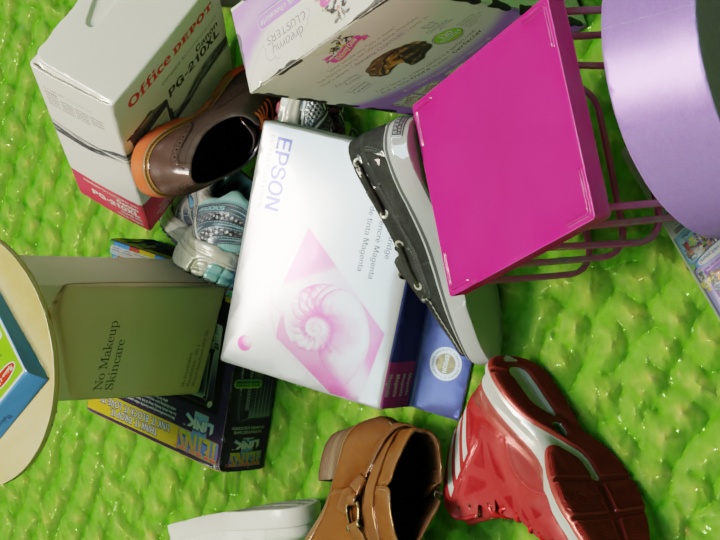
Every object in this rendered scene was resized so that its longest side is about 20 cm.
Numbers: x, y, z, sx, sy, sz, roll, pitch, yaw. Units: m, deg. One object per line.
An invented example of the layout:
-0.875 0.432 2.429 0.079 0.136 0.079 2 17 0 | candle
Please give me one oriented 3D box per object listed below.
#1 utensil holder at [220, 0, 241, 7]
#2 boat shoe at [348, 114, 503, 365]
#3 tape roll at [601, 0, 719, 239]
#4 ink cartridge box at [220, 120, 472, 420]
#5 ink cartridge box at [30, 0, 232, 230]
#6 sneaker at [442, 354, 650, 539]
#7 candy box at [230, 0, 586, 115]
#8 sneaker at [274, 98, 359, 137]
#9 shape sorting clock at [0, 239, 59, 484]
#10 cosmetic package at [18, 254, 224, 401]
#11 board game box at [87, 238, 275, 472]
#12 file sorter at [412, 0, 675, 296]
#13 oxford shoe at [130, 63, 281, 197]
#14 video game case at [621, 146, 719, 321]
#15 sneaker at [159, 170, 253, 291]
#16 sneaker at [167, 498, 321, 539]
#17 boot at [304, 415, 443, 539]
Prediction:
-0.125 -0.306 1.377 0.199 0.169 0.172 13 97 42 | utensil holder
0.051 -0.019 1.210 0.056 0.069 0.202 -12 111 28 | boat shoe
0.225 -0.123 0.965 0.065 0.199 0.203 -10 81 43 | tape roll
0.000 0.000 1.271 0.198 0.043 0.199 14 100 21 | ink cartridge box
-0.179 -0.151 1.351 0.084 0.201 0.145 28 68 16 | ink cartridge box
0.129 0.169 1.180 0.116 0.078 0.201 -61 38 35 | sneaker
0.035 -0.183 1.186 0.167 0.199 0.072 -27 70 40 | candy box
-0.024 -0.085 1.336 0.074 0.080 0.203 4 96 23 | sneaker
-0.299 0.067 1.263 0.199 0.039 0.203 2 93 40 | shape sorting clock
-0.216 0.047 1.349 0.073 0.199 0.105 27 108 39 | cosmetic package
-0.157 0.072 1.468 0.199 0.056 0.167 18 103 43 | board game box
0.141 -0.079 1.087 0.200 0.124 0.141 147 114 -63 | file sorter
-0.092 -0.116 1.330 0.072 0.200 0.072 7 129 43 | oxford shoe
0.281 -0.068 1.061 0.200 0.022 0.183 -45 58 33 | video game case
-0.115 -0.048 1.393 0.087 0.077 0.200 -61 19 9 | sneaker
-0.090 0.258 1.388 0.199 0.073 0.117 -23 74 52 | sneaker
0.015 0.213 1.253 0.155 0.076 0.202 165 117 -66 | boot
